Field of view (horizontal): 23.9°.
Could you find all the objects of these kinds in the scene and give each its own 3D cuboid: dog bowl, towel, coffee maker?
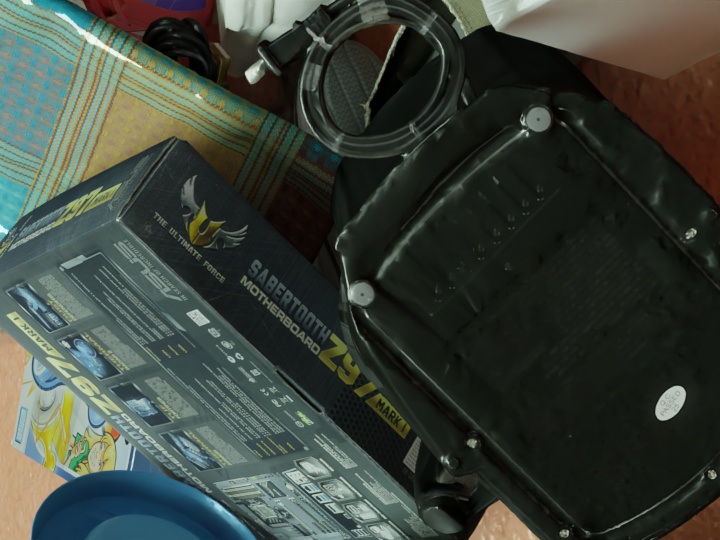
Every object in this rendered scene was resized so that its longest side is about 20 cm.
[{"bbox_3d":[-0.066,0.170,0.711,0.200,0.111,0.050,45,124,25],"label":"dog bowl"},{"bbox_3d":[-0.111,-0.043,0.744,0.199,0.022,0.147,29,134,-2],"label":"towel"},{"bbox_3d":[0.052,-0.025,0.596,0.200,0.133,0.194,-102,-10,-76],"label":"coffee maker"}]

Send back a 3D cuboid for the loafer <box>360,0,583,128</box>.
[{"bbox_3d":[0.062,-0.115,0.697,0.075,0.069,0.201,47,126,31],"label":"loafer"}]

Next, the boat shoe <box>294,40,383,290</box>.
[{"bbox_3d":[0.000,0.000,0.774,0.066,0.073,0.202,-22,81,42],"label":"boat shoe"}]

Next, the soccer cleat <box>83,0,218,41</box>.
[{"bbox_3d":[-0.133,-0.139,0.864,0.199,0.076,0.068,8,104,61],"label":"soccer cleat"}]

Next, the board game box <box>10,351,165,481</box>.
[{"bbox_3d":[-0.121,0.011,0.873,0.135,0.034,0.203,15,97,53],"label":"board game box"}]

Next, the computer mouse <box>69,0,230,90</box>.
[{"bbox_3d":[-0.154,-0.096,0.760,0.198,0.044,0.110,27,134,6],"label":"computer mouse"}]

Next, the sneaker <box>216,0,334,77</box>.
[{"bbox_3d":[-0.022,-0.129,0.757,0.200,0.087,0.076,-144,47,-83],"label":"sneaker"}]

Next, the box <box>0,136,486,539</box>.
[{"bbox_3d":[-0.056,0.044,0.723,0.200,0.051,0.157,45,147,-18],"label":"box"}]

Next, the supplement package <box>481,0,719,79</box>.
[{"bbox_3d":[0.116,-0.198,0.546,0.190,0.147,0.202,-26,77,29],"label":"supplement package"}]
